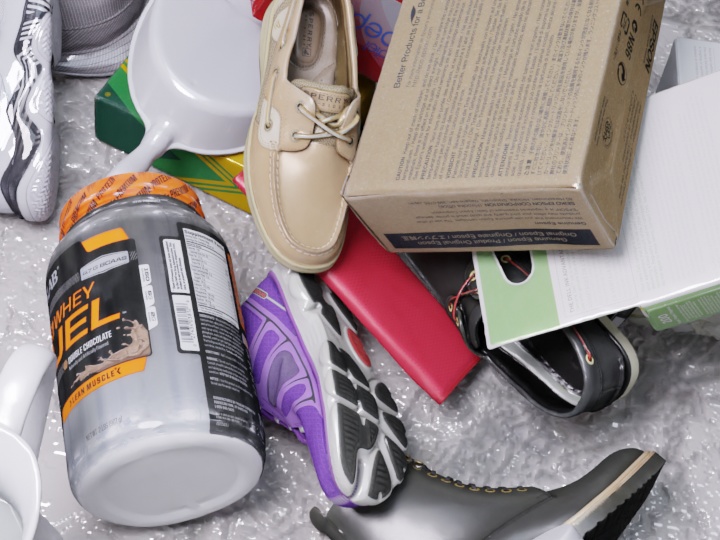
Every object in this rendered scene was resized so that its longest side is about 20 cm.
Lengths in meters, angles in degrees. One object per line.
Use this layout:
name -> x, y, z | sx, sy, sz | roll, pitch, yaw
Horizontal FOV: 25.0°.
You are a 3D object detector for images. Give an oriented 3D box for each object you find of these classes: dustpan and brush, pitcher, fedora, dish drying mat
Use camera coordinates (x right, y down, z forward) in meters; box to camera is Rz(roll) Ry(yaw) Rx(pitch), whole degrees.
dustpan and brush -> -0.120, -0.114, 1.113 | 0.139, 0.057, 0.200 | 36, 48, 0
pitcher -> -0.202, 0.150, 0.885 | 0.120, 0.201, 0.172 | 19, 54, 6
fedora -> -0.232, -0.240, 1.218 | 0.198, 0.091, 0.178 | 20, 55, 6
dish drying mat -> 0.000, 0.000, 1.084 | 0.200, 0.018, 0.077 | 48, 33, 2

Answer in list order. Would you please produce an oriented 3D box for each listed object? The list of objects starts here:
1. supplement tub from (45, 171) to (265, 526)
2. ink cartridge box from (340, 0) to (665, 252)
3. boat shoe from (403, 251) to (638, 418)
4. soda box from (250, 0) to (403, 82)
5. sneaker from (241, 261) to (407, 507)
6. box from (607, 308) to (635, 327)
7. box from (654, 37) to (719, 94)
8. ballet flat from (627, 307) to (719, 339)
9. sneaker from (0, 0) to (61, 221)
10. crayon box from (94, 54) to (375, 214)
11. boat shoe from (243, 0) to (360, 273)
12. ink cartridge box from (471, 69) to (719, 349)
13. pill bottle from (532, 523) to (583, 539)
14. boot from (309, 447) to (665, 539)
supplement tub -> -0.132, 0.046, 1.016 | 0.121, 0.123, 0.201 | -6, 56, -12
ink cartridge box -> 0.095, -0.113, 1.038 | 0.163, 0.075, 0.202 | -1, 59, 31
boat shoe -> 0.093, 0.019, 1.074 | 0.201, 0.074, 0.063 | 43, 34, 25
soda box -> 0.017, -0.177, 1.167 | 0.199, 0.064, 0.070 | 25, 29, -25
sneaker -> -0.032, 0.080, 1.031 | 0.083, 0.081, 0.201 | -40, 40, 14
box -> 0.123, -0.049, 1.121 | 0.200, 0.036, 0.143 | 45, 104, 23
box -> 0.308, -0.079, 1.164 | 0.198, 0.125, 0.098 | 7, 54, -4
ballet flat -> 0.190, -0.002, 1.140 | 0.072, 0.072, 0.200 | -36, 64, -28
sneaker -> -0.267, -0.134, 1.121 | 0.114, 0.075, 0.202 | -1, 83, -5
crayon box -> -0.077, -0.111, 1.177 | 0.199, 0.051, 0.127 | 25, 55, 9
boat shoe -> -0.034, -0.100, 1.049 | 0.071, 0.064, 0.202 | 4, 72, -22
ink cartridge box -> 0.170, -0.033, 1.032 | 0.198, 0.048, 0.147 | -19, 60, 20
pill bottle -> 0.133, 0.248, 0.885 | 0.115, 0.116, 0.201 | -31, 84, -26
boot -> 0.081, 0.141, 1.013 | 0.199, 0.078, 0.138 | -33, 61, -28
